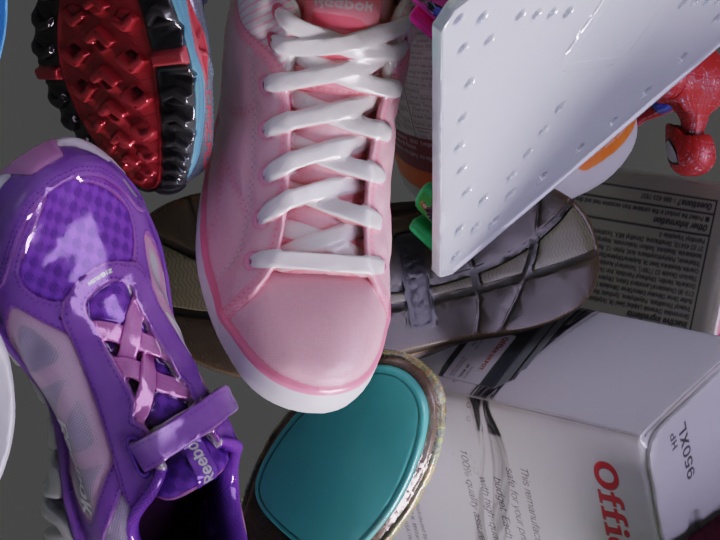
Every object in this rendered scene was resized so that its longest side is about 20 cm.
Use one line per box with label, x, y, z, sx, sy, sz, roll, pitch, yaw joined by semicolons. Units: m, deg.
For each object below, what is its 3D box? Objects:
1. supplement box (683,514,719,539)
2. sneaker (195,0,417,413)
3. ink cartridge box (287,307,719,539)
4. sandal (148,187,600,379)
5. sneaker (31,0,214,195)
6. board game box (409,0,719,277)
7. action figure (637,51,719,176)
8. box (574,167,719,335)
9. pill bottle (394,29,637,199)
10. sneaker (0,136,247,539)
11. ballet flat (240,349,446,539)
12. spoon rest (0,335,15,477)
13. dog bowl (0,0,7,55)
supplement box;0.215;0.130;1.066;0.200;0.110;0.086;-26;117;-47
sneaker;-0.019;-0.053;1.012;0.075;0.105;0.201;4;64;-13
ink cartridge box;0.075;0.093;1.130;0.084;0.200;0.145;-38;126;-38
sandal;0.000;0.000;1.093;0.199;0.055;0.082;-9;90;-17
sneaker;-0.072;-0.129;1.001;0.095;0.079;0.201;-28;119;-45
board game box;0.095;-0.108;1.008;0.200;0.026;0.200;-40;159;-17
action figure;0.112;-0.130;1.219;0.065;0.099;0.201;0;69;-47
box;0.139;0.057;1.252;0.109;0.128;0.201;12;89;-50
pill bottle;0.049;-0.133;1.117;0.110;0.109;0.200;-39;126;-37
sneaker;-0.087;0.045;1.004;0.080;0.088;0.201;-27;122;-26
ballet flat;-0.019;0.111;1.091;0.071;0.071;0.200;6;121;-50
spoon rest;-0.195;0.071;0.920;0.200;0.061;0.100;-24;117;-43
dog bowl;-0.186;-0.132;0.890;0.111;0.049;0.201;-31;120;-41
